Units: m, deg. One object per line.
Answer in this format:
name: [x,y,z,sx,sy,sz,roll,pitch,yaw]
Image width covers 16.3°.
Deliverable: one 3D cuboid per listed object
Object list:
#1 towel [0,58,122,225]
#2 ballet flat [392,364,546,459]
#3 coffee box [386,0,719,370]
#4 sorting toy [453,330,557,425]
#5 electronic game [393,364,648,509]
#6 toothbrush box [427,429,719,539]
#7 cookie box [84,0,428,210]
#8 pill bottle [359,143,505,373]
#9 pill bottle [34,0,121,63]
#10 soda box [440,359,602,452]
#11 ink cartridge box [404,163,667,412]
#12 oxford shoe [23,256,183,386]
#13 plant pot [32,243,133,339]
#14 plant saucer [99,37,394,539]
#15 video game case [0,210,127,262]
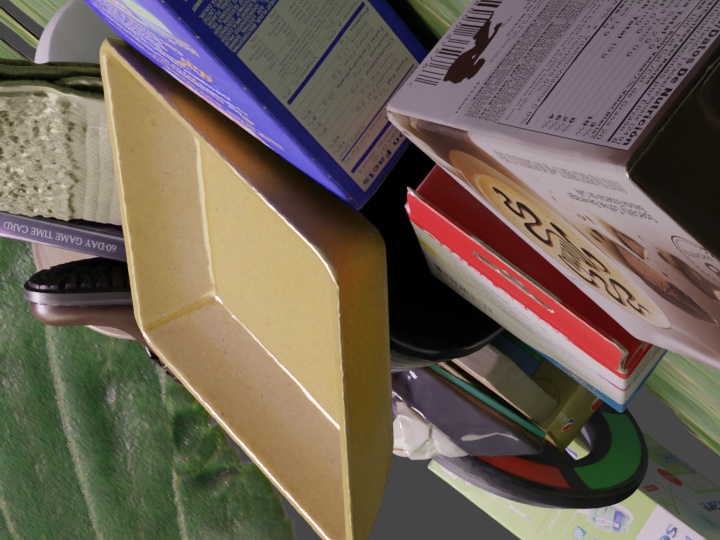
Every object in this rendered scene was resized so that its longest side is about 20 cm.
towel: [-0.150,-0.068,1.408,0.148,0.037,0.200,6,161,-5]
ballet flat: [0.024,0.075,1.566,0.200,0.073,0.073,36,175,22]
coffee box: [0.097,-0.030,0.675,0.113,0.080,0.200,40,175,-17]
sorting toy: [0.035,-0.004,1.489,0.200,0.070,0.199,36,179,16]
electronic game: [0.100,0.092,1.673,0.199,0.042,0.200,20,-154,-10]
toothbrush box: [0.170,0.160,1.783,0.200,0.086,0.146,38,-165,23]
cookie box: [-0.074,-0.132,1.038,0.171,0.075,0.200,36,175,34]
pill bottle: [0.000,0.000,1.283,0.112,0.112,0.200,39,160,-13]
pill bottle: [-0.140,-0.114,1.524,0.112,0.112,0.200,38,176,3]
soda box: [0.068,0.031,1.622,0.200,0.068,0.064,36,175,22]
ink cartridge box: [0.086,-0.008,1.078,0.116,0.067,0.200,37,176,9]
oxford shoe: [-0.107,0.038,1.509,0.199,0.085,0.073,8,-167,-19]
plant pot: [-0.195,-0.062,2.174,0.200,0.201,0.184,37,164,11]
plant saucer: [-0.045,0.007,1.181,0.200,0.048,0.200,44,150,37]
video game case: [-0.158,-0.032,1.553,0.199,0.019,0.143,13,-167,13]
